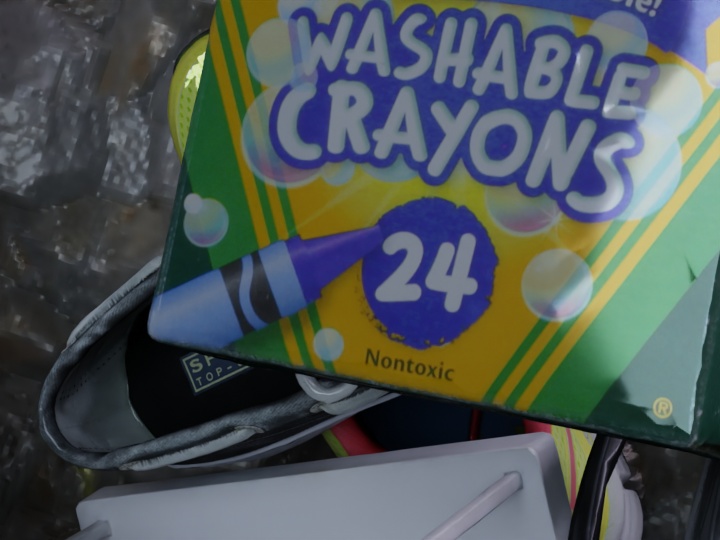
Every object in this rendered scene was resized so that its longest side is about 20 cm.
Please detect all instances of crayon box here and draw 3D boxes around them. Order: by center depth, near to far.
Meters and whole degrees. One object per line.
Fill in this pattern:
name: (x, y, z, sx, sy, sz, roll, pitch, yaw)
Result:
crayon box: (0.037, -0.069, 0.611, 0.126, 0.052, 0.200, 10, 86, 22)

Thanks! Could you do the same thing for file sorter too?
file sorter: (-0.015, 0.159, 0.696, 0.139, 0.125, 0.200, -9, 98, 27)

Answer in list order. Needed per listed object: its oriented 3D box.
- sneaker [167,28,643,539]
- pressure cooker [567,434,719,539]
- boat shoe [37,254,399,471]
sneaker: (0.007, 0.006, 0.777, 0.078, 0.090, 0.200, -39, 72, 8)
pressure cooker: (0.147, 0.081, 0.660, 0.200, 0.176, 0.179, 17, 100, 4)
boat shoe: (-0.001, -0.002, 0.683, 0.199, 0.068, 0.074, -24, 83, 35)
